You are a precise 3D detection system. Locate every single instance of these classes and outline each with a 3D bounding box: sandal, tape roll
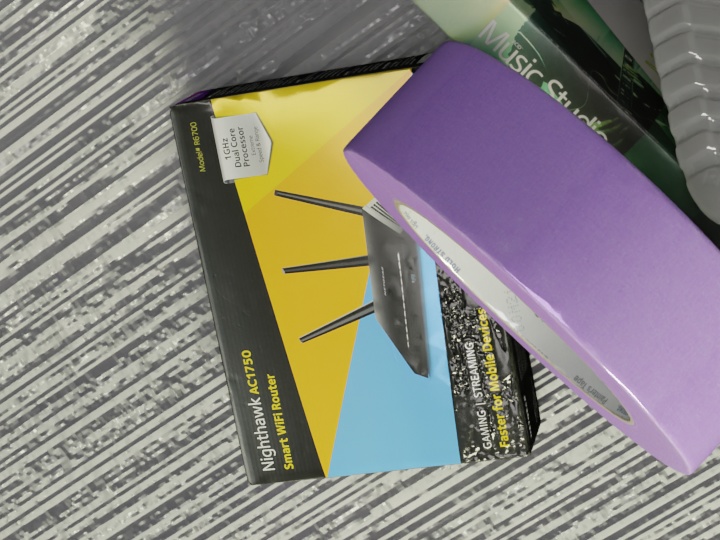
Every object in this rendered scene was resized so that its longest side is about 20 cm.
[{"bbox_3d":[0.158,-0.112,0.786,0.082,0.050,0.203,-6,75,34],"label":"sandal"},{"bbox_3d":[0.086,-0.005,0.801,0.200,0.200,0.066,44,86,0],"label":"tape roll"}]

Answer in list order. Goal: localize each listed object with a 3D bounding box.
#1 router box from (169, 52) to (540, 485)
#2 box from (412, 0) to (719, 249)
[{"bbox_3d":[0.000,0.000,0.942,0.149,0.051,0.200,-8,103,14],"label":"router box"},{"bbox_3d":[0.116,-0.084,0.847,0.200,0.144,0.036,42,116,-1],"label":"box"}]
